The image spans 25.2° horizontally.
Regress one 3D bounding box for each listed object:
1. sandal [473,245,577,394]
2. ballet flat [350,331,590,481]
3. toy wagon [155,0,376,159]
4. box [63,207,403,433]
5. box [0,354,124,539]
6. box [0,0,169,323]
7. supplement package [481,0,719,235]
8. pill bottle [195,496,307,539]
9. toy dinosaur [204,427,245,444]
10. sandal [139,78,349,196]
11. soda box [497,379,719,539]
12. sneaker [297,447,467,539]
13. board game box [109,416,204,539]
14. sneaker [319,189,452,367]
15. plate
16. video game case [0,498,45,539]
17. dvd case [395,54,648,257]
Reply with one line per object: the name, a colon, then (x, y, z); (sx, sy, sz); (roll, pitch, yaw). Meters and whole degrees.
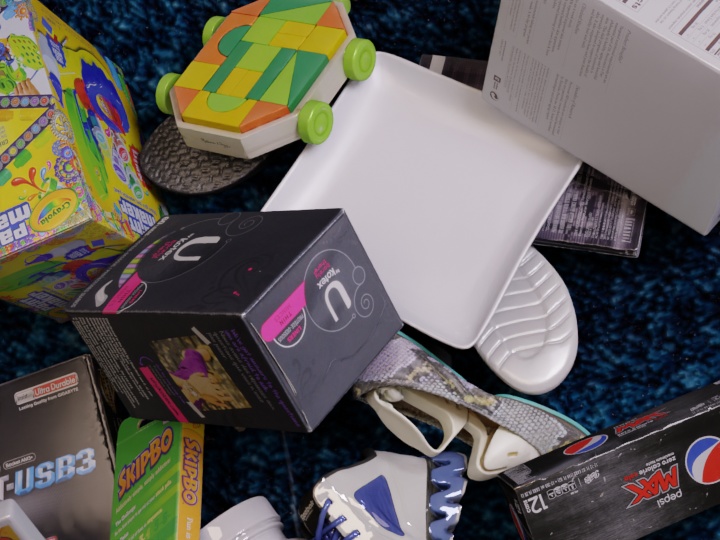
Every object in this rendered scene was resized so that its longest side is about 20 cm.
sandal: (0.104, 0.010, 1.224); (0.082, 0.050, 0.203); (-26, 61, -4)
ballet flat: (0.076, 0.113, 1.166); (0.199, 0.072, 0.072); (28, 87, -11)
toy wagon: (-0.064, -0.170, 1.260); (0.154, 0.040, 0.201); (14, 57, 32)
box: (-0.092, 0.033, 1.139); (0.199, 0.107, 0.122); (-1, 37, 43)
box: (-0.273, 0.192, 1.287); (0.199, 0.050, 0.200); (-18, 77, 10)
box: (-0.249, -0.082, 1.252); (0.121, 0.200, 0.194); (-22, 76, 9)
supplement package: (0.217, -0.165, 1.146); (0.199, 0.152, 0.151); (34, 58, 18)
pill bottle: (-0.047, 0.270, 1.180); (0.109, 0.109, 0.200); (-39, 73, 5)
toy dinosaur: (-0.130, 0.081, 1.276); (0.198, 0.058, 0.102); (3, 65, 9)
sandal: (-0.081, -0.113, 1.300); (0.199, 0.048, 0.076); (-26, 73, -5)
soda box: (0.202, 0.141, 1.130); (0.199, 0.063, 0.071); (-22, 97, -5)
sneaker: (0.006, 0.207, 1.151); (0.114, 0.081, 0.200); (14, 49, -3)
board game box: (-0.153, 0.194, 1.192); (0.095, 0.030, 0.201); (-29, 54, 44)
sneaker: (0.000, 0.000, 1.238); (0.199, 0.073, 0.112); (27, 86, 18)
plate: (0.044, -0.053, 1.200); (0.199, 0.032, 0.201); (24, 68, 22)
video game case: (-0.294, 0.267, 1.214); (0.181, 0.201, 0.023); (-20, 37, 10)
dvd case: (0.127, -0.090, 1.234); (0.198, 0.016, 0.150); (8, 67, 15)
